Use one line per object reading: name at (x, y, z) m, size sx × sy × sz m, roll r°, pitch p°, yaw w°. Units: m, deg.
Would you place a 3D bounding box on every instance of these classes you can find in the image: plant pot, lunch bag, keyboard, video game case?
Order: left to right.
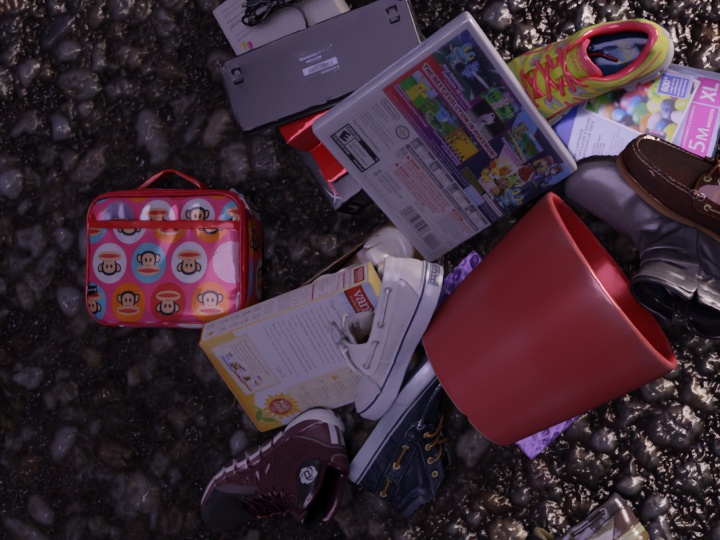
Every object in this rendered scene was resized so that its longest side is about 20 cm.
lunch bag at (-0.208, -0.024, 1.115) m, size 0.197 × 0.082 × 0.179 m, roll 0°, pitch 87°, yaw 14°
keyboard at (-0.044, -0.218, 0.947) m, size 0.198 × 0.021 × 0.128 m, roll -18°, pitch 90°, yaw 12°
video game case at (0.083, -0.120, 0.959) m, size 0.181 × 0.023 × 0.200 m, roll -32°, pitch 121°, yaw 19°
plant pot at (0.167, 0.058, 0.933) m, size 0.177 × 0.200 × 0.201 m, roll -39°, pitch 81°, yaw 18°

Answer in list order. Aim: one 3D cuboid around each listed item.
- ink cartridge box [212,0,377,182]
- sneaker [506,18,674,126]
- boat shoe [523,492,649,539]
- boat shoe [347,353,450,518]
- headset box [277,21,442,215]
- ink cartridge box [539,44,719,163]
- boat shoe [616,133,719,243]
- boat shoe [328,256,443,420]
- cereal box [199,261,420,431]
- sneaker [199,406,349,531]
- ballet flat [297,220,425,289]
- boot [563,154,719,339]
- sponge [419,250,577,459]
ink cartridge box at (-0.046, -0.203, 0.993) m, size 0.116 × 0.067 × 0.201 m, roll -33°, pitch 81°, yaw 14°
sneaker at (0.200, -0.194, 0.952) m, size 0.198 × 0.090 × 0.079 m, roll -24°, pitch 85°, yaw 15°
boat shoe at (0.194, 0.293, 1.017) m, size 0.199 × 0.073 × 0.065 m, roll -30°, pitch 72°, yaw 10°
boat shoe at (0.065, 0.168, 1.029) m, size 0.090 × 0.071 × 0.201 m, roll 34°, pitch 124°, yaw 6°
headset box at (0.018, -0.178, 1.048) m, size 0.199 × 0.075 × 0.149 m, roll -37°, pitch 80°, yaw 13°
ink cartridge box at (0.262, -0.156, 1.002) m, size 0.198 × 0.042 × 0.121 m, roll 16°, pitch 95°, yaw 16°
boat shoe at (0.335, -0.069, 0.919) m, size 0.199 × 0.071 × 0.071 m, roll 34°, pitch 144°, yaw 5°
boat shoe at (0.009, 0.065, 0.963) m, size 0.085 × 0.075 × 0.203 m, roll 16°, pitch 133°, yaw -6°
cereal box at (-0.050, 0.085, 1.053) m, size 0.198 × 0.040 × 0.145 m, roll -20°, pitch 123°, yaw 13°
sneaker at (-0.090, 0.242, 1.058) m, size 0.200 × 0.076 × 0.116 m, roll -41°, pitch 38°, yaw 14°
ballet flat at (0.000, 0.000, 1.058) m, size 0.199 × 0.072 × 0.068 m, roll -31°, pitch 79°, yaw 13°
boot at (0.274, -0.026, 0.942) m, size 0.198 × 0.132 × 0.070 m, roll 25°, pitch 138°, yaw 10°
sponge at (0.150, 0.087, 1.041) m, size 0.112 × 0.030 × 0.200 m, roll -46°, pitch 79°, yaw 10°
